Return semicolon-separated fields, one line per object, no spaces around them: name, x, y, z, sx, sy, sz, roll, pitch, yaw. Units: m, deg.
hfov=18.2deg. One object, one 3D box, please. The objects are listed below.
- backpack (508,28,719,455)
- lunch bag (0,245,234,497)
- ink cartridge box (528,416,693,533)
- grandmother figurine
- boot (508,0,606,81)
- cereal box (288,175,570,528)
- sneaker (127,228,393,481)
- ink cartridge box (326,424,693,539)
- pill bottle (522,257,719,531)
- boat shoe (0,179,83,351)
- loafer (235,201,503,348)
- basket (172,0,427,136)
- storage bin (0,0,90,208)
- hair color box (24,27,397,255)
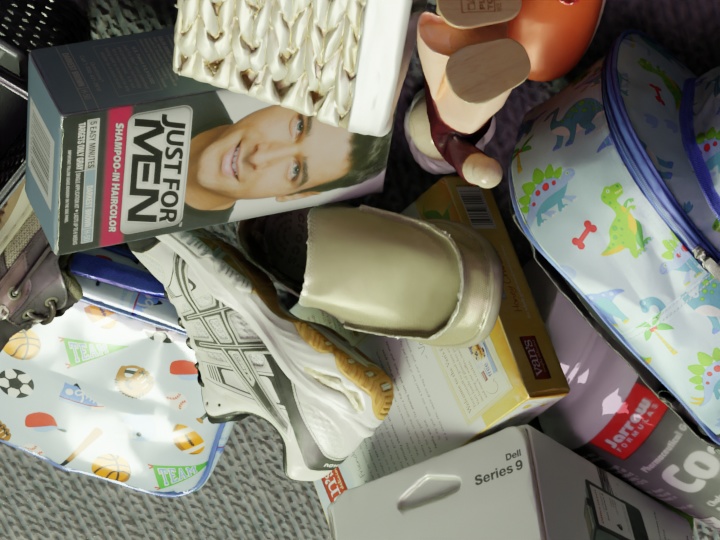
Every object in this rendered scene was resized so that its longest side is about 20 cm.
backpack;0.187;-0.034;1.219;0.200;0.183;0.147;42;118;-16
lunch bag;-0.161;0.053;1.421;0.199;0.076;0.161;17;128;-5
ink cartridge box;0.099;0.159;1.469;0.147;0.076;0.200;32;129;-19
grandmother figurine;0.053;-0.101;1.214;0.060;0.122;0.200;3;165;-3
boot;0.094;-0.164;1.168;0.075;0.108;0.201;3;133;5
cereal box;0.028;0.054;1.337;0.039;0.145;0.200;-3;154;-40
sneaker;-0.078;0.043;1.319;0.200;0.076;0.088;41;100;19
ink cartridge box;0.095;0.179;1.335;0.145;0.084;0.200;-25;146;27
pill bottle;0.178;0.074;1.354;0.199;0.114;0.114;27;130;-15
boat shoe;-0.192;0.000;1.320;0.065;0.072;0.201;27;86;1
loafer;0.000;0.000;1.283;0.199;0.068;0.076;14;101;48
basket;-0.019;-0.192;1.146;0.123;0.136;0.201;14;132;2
storage bin;-0.263;-0.089;1.301;0.135;0.094;0.200;32;128;-17
hair color box;-0.081;-0.081;1.238;0.199;0.061;0.099;-12;136;-22
